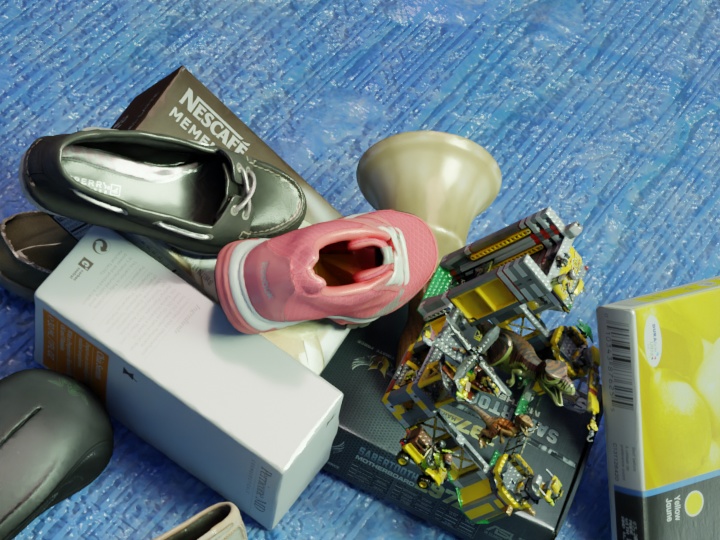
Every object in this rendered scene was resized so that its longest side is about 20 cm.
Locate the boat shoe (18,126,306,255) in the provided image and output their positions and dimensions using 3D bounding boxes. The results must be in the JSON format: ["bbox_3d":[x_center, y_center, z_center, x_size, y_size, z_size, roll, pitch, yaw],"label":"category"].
[{"bbox_3d":[-0.116,-0.050,1.599,0.199,0.057,0.067,8,77,-27],"label":"boat shoe"}]

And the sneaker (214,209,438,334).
[{"bbox_3d":[0.000,0.000,1.622,0.200,0.086,0.074,-14,91,-50],"label":"sneaker"}]

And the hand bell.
[{"bbox_3d":[0.041,0.015,1.736,0.103,0.104,0.201,14,54,-13],"label":"hand bell"}]

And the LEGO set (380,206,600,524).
[{"bbox_3d":[0.109,0.058,1.645,0.154,0.116,0.200,54,40,-13],"label":"LEGO set"}]

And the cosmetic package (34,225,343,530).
[{"bbox_3d":[-0.113,0.069,1.637,0.199,0.102,0.071,34,64,11],"label":"cosmetic package"}]

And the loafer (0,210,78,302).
[{"bbox_3d":[-0.164,-0.025,1.744,0.199,0.070,0.075,-4,48,-30],"label":"loafer"}]

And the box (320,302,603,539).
[{"bbox_3d":[0.059,0.100,1.740,0.199,0.051,0.158,26,42,2],"label":"box"}]

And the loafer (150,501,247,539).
[{"bbox_3d":[-0.147,0.191,1.519,0.199,0.063,0.072,-17,24,-42],"label":"loafer"}]

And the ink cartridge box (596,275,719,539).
[{"bbox_3d":[0.251,0.103,1.740,0.199,0.199,0.047,-12,12,-34],"label":"ink cartridge box"}]

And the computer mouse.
[{"bbox_3d":[-0.219,0.120,1.579,0.138,0.053,0.200,33,41,10],"label":"computer mouse"}]

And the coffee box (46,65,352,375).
[{"bbox_3d":[-0.092,-0.021,1.687,0.200,0.080,0.115,44,60,-15],"label":"coffee box"}]
